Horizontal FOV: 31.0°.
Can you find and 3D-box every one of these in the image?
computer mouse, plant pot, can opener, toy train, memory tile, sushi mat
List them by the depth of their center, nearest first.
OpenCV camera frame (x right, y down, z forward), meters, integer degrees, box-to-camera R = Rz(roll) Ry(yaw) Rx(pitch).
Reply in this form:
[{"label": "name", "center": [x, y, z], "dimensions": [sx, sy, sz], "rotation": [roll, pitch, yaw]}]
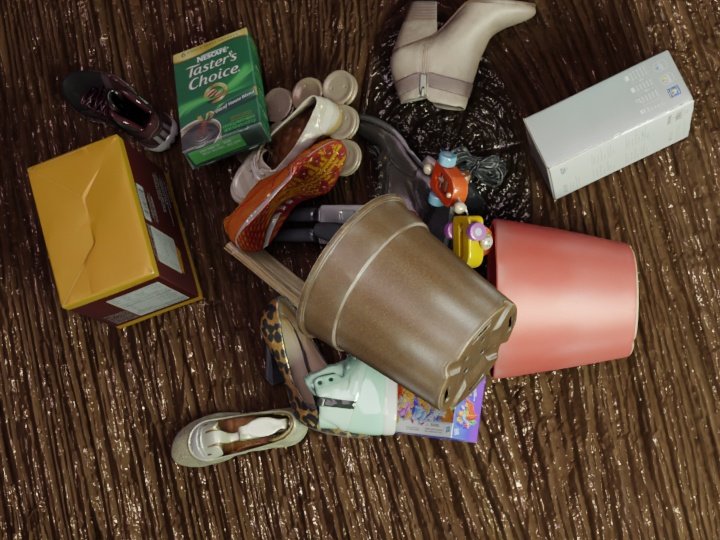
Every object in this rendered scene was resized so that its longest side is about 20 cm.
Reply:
[{"label": "plant pot", "center": [0.062, 0.048, 1.512], "dimensions": [0.198, 0.200, 0.201], "rotation": [36, 88, 22]}, {"label": "toy train", "center": [0.119, -0.039, 1.627], "dimensions": [0.055, 0.150, 0.202], "rotation": [-3, 120, -25]}, {"label": "plant pot", "center": [0.251, 0.037, 1.636], "dimensions": [0.175, 0.201, 0.203], "rotation": [0, 79, 1]}, {"label": "computer mouse", "center": [0.123, -0.062, 1.720], "dimensions": [0.052, 0.138, 0.202], "rotation": [16, 95, 36]}, {"label": "sushi mat", "center": [-0.089, 0.024, 1.748], "dimensions": [0.200, 0.096, 0.012], "rotation": [38, 104, 16]}, {"label": "can opener", "center": [-0.075, -0.063, 1.756], "dimensions": [0.198, 0.066, 0.053], "rotation": [2, 91, 32]}, {"label": "memory tile", "center": [-0.089, -0.188, 1.804], "dimensions": [0.198, 0.017, 0.155], "rotation": [-12, 76, 26]}]

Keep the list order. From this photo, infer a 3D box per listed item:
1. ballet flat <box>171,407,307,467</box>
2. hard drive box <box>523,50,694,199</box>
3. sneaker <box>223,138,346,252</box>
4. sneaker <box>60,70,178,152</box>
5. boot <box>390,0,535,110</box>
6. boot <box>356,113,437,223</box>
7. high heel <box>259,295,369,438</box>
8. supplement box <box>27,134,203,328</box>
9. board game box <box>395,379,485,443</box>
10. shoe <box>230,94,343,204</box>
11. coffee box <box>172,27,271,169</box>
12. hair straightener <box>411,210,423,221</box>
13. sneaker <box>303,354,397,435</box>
[{"label": "ballet flat", "center": [-0.169, 0.217, 1.742], "dimensions": [0.198, 0.062, 0.068], "rotation": [-15, 77, 9]}, {"label": "hard drive box", "center": [0.320, -0.183, 1.671], "dimensions": [0.199, 0.156, 0.077], "rotation": [-26, 75, 5]}, {"label": "sneaker", "center": [-0.104, -0.112, 1.733], "dimensions": [0.200, 0.073, 0.077], "rotation": [-40, 42, -6]}, {"label": "sneaker", "center": [-0.356, -0.246, 1.845], "dimensions": [0.199, 0.116, 0.076], "rotation": [27, 85, 15]}, {"label": "boot", "center": [0.140, -0.295, 1.783], "dimensions": [0.198, 0.070, 0.148], "rotation": [1, 85, 13]}, {"label": "boot", "center": [0.025, -0.101, 1.765], "dimensions": [0.200, 0.069, 0.175], "rotation": [39, 97, 23]}, {"label": "high heel", "center": [-0.059, 0.126, 1.678], "dimensions": [0.071, 0.144, 0.199], "rotation": [-29, 47, -35]}, {"label": "supplement box", "center": [-0.327, -0.047, 1.755], "dimensions": [0.132, 0.200, 0.199], "rotation": [-19, 76, 7]}, {"label": "board game box", "center": [0.075, 0.142, 1.655], "dimensions": [0.199, 0.045, 0.136], "rotation": [-3, 75, 52]}, {"label": "shoe", "center": [-0.112, -0.167, 1.772], "dimensions": [0.200, 0.053, 0.070], "rotation": [-42, 65, 16]}, {"label": "coffee box", "center": [-0.196, -0.242, 1.808], "dimensions": [0.122, 0.044, 0.201], "rotation": [-18, 51, 10]}, {"label": "hair straightener", "center": [0.000, 0.000, 1.699], "dimensions": [0.041, 0.077, 0.200], "rotation": [46, 78, -4]}, {"label": "sneaker", "center": [-0.013, 0.105, 1.637], "dimensions": [0.117, 0.074, 0.202], "rotation": [2, 71, -3]}]
